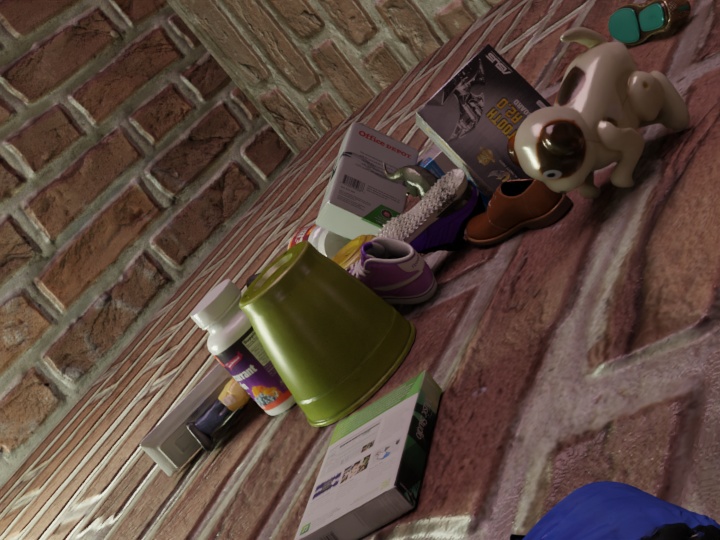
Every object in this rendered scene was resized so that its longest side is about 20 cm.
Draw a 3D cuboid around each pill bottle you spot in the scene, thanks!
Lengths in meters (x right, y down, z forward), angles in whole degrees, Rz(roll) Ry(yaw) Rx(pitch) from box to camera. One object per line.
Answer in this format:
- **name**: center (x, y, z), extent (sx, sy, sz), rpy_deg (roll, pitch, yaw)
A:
- **pill bottle**: center (-0.065, -0.041, 1.809), extent (0.110, 0.110, 0.199), rpy_deg (-46, 14, -18)
- **pill bottle**: center (-0.164, 0.114, 1.418), extent (0.111, 0.201, 0.112), rpy_deg (-38, 13, 11)

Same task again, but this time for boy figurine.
- **boy figurine**: center (-0.194, 0.205, 1.515), extent (0.200, 0.065, 0.125), rpy_deg (-42, -9, -11)

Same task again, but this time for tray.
- **tray**: center (-0.267, 0.249, 1.547), extent (0.200, 0.108, 0.022), rpy_deg (-46, 45, -17)

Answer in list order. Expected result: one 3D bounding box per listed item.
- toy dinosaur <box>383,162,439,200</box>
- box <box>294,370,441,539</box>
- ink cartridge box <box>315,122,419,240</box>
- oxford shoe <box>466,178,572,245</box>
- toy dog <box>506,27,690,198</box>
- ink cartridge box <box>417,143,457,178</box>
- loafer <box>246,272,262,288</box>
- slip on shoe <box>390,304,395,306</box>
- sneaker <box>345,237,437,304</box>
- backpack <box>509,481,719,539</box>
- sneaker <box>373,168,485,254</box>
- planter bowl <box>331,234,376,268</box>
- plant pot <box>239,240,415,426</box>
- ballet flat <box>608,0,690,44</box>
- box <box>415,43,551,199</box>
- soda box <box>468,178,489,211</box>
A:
- **toy dinosaur**: center (0.112, -0.137, 1.559), extent (0.076, 0.201, 0.103), rpy_deg (-32, -25, -7)
- **box**: center (0.012, 0.206, 0.995), extent (0.144, 0.036, 0.201), rpy_deg (-35, 16, 28)
- **ink cartridge box**: center (0.015, -0.156, 1.723), extent (0.083, 0.145, 0.203), rpy_deg (129, 162, -56)
- **oxford shoe**: center (0.204, -0.090, 1.284), extent (0.072, 0.071, 0.199), rpy_deg (-52, 14, -30)
- **toy dog**: center (0.274, -0.178, 1.122), extent (0.199, 0.196, 0.139), rpy_deg (-40, 24, -23)
- **ink cartridge box**: center (0.193, -0.234, 1.762), extent (0.200, 0.068, 0.115), rpy_deg (-42, 13, 4)
- **loafer**: center (-0.094, 0.048, 1.434), extent (0.062, 0.199, 0.073), rpy_deg (7, 70, 43)
- **slip on shoe**: center (0.011, 0.039, 1.427), extent (0.200, 0.061, 0.074), rpy_deg (-46, 27, -10)
- **sneaker**: center (0.002, -0.001, 1.343), extent (0.197, 0.115, 0.074), rpy_deg (-12, 49, 24)
- **backpack**: center (0.110, 0.203, 0.452), extent (0.200, 0.163, 0.168), rpy_deg (-44, 10, -7)
- **sneaker**: center (0.107, -0.053, 1.392), extent (0.199, 0.099, 0.070), rpy_deg (-39, 33, 18)
- **planter bowl**: center (0.000, 0.000, 1.557), extent (0.200, 0.084, 0.201), rpy_deg (-39, 14, 12)
- **plant pot**: center (-0.059, 0.071, 1.268), extent (0.199, 0.194, 0.201), rpy_deg (-38, 14, 11)
- **ballet flat**: center (0.487, -0.421, 1.550), extent (0.064, 0.072, 0.200), rpy_deg (-15, 13, -9)
- **box**: center (0.203, -0.213, 1.385), extent (0.158, 0.200, 0.048), rpy_deg (-42, -9, -7)
- **soda box**: center (0.233, -0.168, 1.458), extent (0.199, 0.064, 0.068), rpy_deg (-42, 13, 5)
